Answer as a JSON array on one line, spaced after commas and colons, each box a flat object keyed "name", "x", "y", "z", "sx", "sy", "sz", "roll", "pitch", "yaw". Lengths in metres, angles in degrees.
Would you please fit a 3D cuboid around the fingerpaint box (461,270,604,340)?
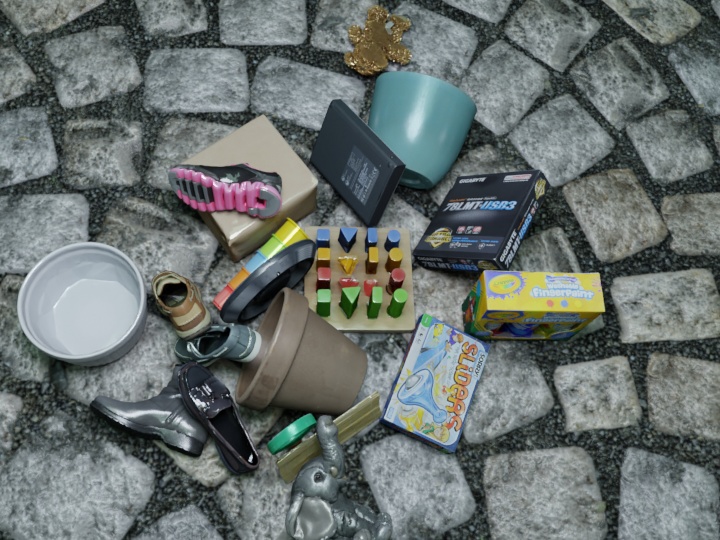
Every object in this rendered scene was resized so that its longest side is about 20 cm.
[{"name": "fingerpaint box", "x": 0.291, "y": 0.065, "z": 1.211, "sx": 0.198, "sy": 0.167, "sz": 0.074, "roll": 2, "pitch": 67, "yaw": -6}]

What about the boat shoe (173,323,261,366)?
[{"name": "boat shoe", "x": -0.247, "y": 0.114, "z": 1.138, "sx": 0.199, "sy": 0.062, "sz": 0.074, "roll": -6, "pitch": 64, "yaw": 40}]

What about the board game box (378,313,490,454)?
[{"name": "board game box", "x": 0.130, "y": 0.192, "z": 1.205, "sx": 0.134, "sy": 0.034, "sz": 0.201, "roll": 25, "pitch": 67, "yaw": -5}]

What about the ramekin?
[{"name": "ramekin", "x": -0.452, "y": 0.064, "z": 1.171, "sx": 0.198, "sy": 0.105, "sz": 0.202, "roll": 2, "pitch": 67, "yaw": -5}]

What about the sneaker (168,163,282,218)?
[{"name": "sneaker", "x": -0.225, "y": -0.151, "z": 1.199, "sx": 0.198, "sy": 0.079, "sz": 0.096, "roll": 12, "pitch": 45, "yaw": -1}]

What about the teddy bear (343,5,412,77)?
[{"name": "teddy bear", "x": 0.037, "y": -0.476, "z": 1.470, "sx": 0.143, "sy": 0.067, "sz": 0.202, "roll": 9, "pitch": 61, "yaw": -12}]

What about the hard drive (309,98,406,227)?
[{"name": "hard drive", "x": -0.011, "y": -0.198, "z": 1.284, "sx": 0.033, "sy": 0.140, "sz": 0.200, "roll": -15, "pitch": 53, "yaw": -40}]

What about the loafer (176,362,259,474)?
[{"name": "loafer", "x": -0.217, "y": 0.231, "z": 1.113, "sx": 0.072, "sy": 0.063, "sz": 0.201, "roll": -34, "pitch": 99, "yaw": -36}]

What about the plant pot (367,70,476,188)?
[{"name": "plant pot", "x": 0.101, "y": -0.249, "z": 1.311, "sx": 0.199, "sy": 0.201, "sz": 0.163, "roll": 17, "pitch": 83, "yaw": 1}]

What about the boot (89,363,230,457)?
[{"name": "boot", "x": -0.325, "y": 0.211, "z": 1.151, "sx": 0.198, "sy": 0.070, "sz": 0.133, "roll": 24, "pitch": 64, "yaw": -9}]

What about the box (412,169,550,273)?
[{"name": "box", "x": 0.215, "y": -0.089, "z": 1.263, "sx": 0.050, "sy": 0.199, "sz": 0.200, "roll": 44, "pitch": 66, "yaw": -33}]

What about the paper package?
[{"name": "paper package", "x": -0.205, "y": -0.151, "z": 1.285, "sx": 0.199, "sy": 0.104, "sz": 0.191, "roll": -35, "pitch": 75, "yaw": -17}]

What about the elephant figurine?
[{"name": "elephant figurine", "x": -0.057, "y": 0.353, "z": 1.071, "sx": 0.200, "sy": 0.141, "sz": 0.155, "roll": 48, "pitch": 55, "yaw": -1}]

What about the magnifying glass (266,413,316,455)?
[{"name": "magnifying glass", "x": -0.104, "y": 0.256, "z": 1.075, "sx": 0.079, "sy": 0.200, "sz": 0.022, "roll": -34, "pitch": 75, "yaw": -14}]

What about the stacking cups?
[{"name": "stacking cups", "x": -0.175, "y": -0.001, "z": 1.237, "sx": 0.060, "sy": 0.061, "sz": 0.200, "roll": 40, "pitch": 80, "yaw": 11}]

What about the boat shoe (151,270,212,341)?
[{"name": "boat shoe", "x": -0.304, "y": 0.039, "z": 1.163, "sx": 0.075, "sy": 0.074, "sz": 0.200, "roll": -36, "pitch": 36, "yaw": -16}]

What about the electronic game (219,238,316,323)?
[{"name": "electronic game", "x": -0.151, "y": 0.019, "z": 1.167, "sx": 0.199, "sy": 0.200, "sz": 0.042, "roll": -38, "pitch": 81, "yaw": -18}]

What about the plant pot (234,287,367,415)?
[{"name": "plant pot", "x": -0.087, "y": 0.152, "z": 1.140, "sx": 0.173, "sy": 0.200, "sz": 0.202, "roll": 25, "pitch": 67, "yaw": -13}]

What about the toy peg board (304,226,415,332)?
[{"name": "toy peg board", "x": 0.000, "y": 0.000, "z": 1.246, "sx": 0.198, "sy": 0.098, "sz": 0.201, "roll": 1, "pitch": 68, "yaw": -6}]

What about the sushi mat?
[{"name": "sushi mat", "x": -0.047, "y": 0.269, "z": 1.135, "sx": 0.199, "sy": 0.096, "sz": 0.012, "roll": -32, "pitch": 60, "yaw": -17}]
